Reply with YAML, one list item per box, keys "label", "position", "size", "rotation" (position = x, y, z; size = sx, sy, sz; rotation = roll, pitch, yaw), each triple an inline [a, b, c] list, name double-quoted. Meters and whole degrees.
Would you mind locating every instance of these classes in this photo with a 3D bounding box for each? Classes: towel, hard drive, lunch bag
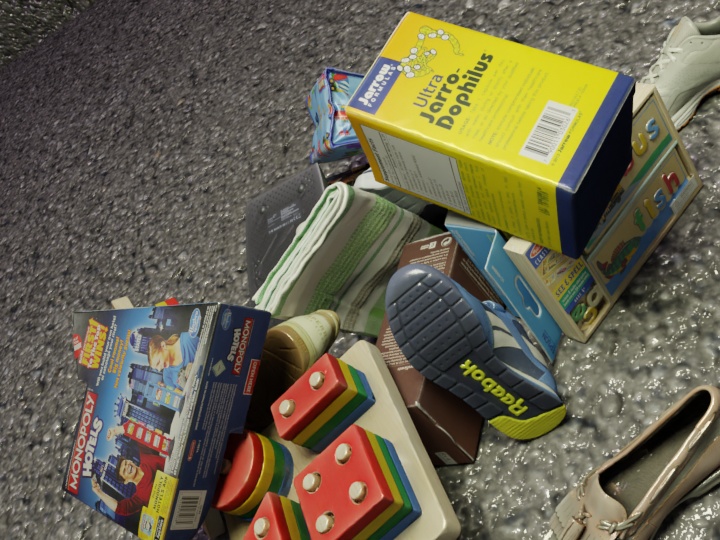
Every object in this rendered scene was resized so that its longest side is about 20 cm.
- label: "towel"
  position: [0.000, 0.000, 0.874]
  size: [0.031, 0.200, 0.149]
  rotation: [45, 106, 35]
- label: "hard drive"
  position: [-0.079, -0.020, 1.078]
  size: [0.135, 0.042, 0.201]
  rotation: [-26, 57, 28]
- label: "lunch bag"
  position: [0.044, -0.187, 1.064]
  size: [0.199, 0.094, 0.151]
  rotation: [-4, 0, -11]

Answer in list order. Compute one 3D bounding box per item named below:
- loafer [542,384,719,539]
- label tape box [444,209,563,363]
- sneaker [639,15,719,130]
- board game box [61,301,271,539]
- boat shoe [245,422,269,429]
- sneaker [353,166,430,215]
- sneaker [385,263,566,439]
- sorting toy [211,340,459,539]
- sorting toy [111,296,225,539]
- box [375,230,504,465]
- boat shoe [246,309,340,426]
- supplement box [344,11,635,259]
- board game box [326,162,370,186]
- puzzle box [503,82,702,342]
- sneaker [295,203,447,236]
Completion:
- label: "loafer"
  position: [0.196, 0.160, 0.646]
  size: [0.200, 0.063, 0.072]
  rotation: [-41, 34, 1]
- label: "label tape box"
  position: [0.143, -0.030, 0.831]
  size: [0.066, 0.143, 0.200]
  rotation: [-11, 45, 36]
- label: "sneaker"
  position: [0.320, -0.205, 0.893]
  size: [0.200, 0.092, 0.076]
  rotation: [-33, 35, 13]
- label: "board game box"
  position: [-0.187, 0.109, 0.767]
  size: [0.199, 0.062, 0.201]
  rotation: [13, 89, 41]
- label: "boat shoe"
  position: [-0.067, 0.133, 0.937]
  size: [0.200, 0.064, 0.072]
  rotation: [-7, 83, 45]
- label: "sneaker"
  position: [0.053, -0.102, 0.883]
  size: [0.071, 0.073, 0.200]
  rotation: [-66, 18, -12]
- label: "sneaker"
  position: [0.093, 0.060, 0.745]
  size: [0.074, 0.200, 0.082]
  rotation: [-34, 26, 24]
- label: "sorting toy"
  position: [-0.047, 0.179, 0.706]
  size: [0.199, 0.070, 0.200]
  rotation: [-44, 40, 16]
- label: "sorting toy"
  position: [-0.184, 0.144, 0.941]
  size: [0.069, 0.199, 0.200]
  rotation: [-21, 31, -21]
- label: "box"
  position: [0.073, 0.072, 0.831]
  size: [0.075, 0.100, 0.200]
  rotation: [-15, 42, 35]
- label: "boat shoe"
  position: [-0.078, 0.097, 0.857]
  size: [0.063, 0.073, 0.200]
  rotation: [-32, -5, -35]
- label: "supplement box"
  position: [0.107, -0.111, 0.713]
  size: [0.200, 0.109, 0.110]
  rotation: [24, 73, 24]
- label: "board game box"
  position: [-0.033, -0.069, 1.142]
  size: [0.199, 0.035, 0.136]
  rotation: [-16, 43, 32]
- label: "puzzle box"
  position: [0.223, -0.051, 0.786]
  size: [0.200, 0.133, 0.025]
  rotation: [-51, 35, -11]
- label: "sneaker"
  position: [0.034, -0.014, 0.989]
  size: [0.199, 0.073, 0.112]
  rotation: [-12, 71, -3]
